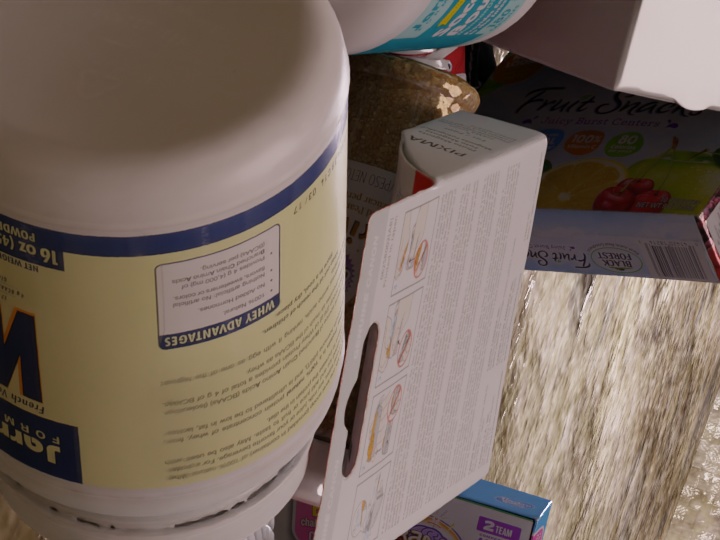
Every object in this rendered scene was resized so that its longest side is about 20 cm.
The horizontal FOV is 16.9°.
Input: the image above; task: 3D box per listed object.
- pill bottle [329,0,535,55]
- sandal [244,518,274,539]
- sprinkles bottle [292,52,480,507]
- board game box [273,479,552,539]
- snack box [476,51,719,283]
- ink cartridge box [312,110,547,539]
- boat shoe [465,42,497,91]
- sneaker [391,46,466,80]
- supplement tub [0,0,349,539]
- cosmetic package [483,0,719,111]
[{"bbox_3d":[0.004,-0.147,1.033,0.200,0.111,0.111,-16,122,-64],"label":"pill bottle"},{"bbox_3d":[-0.082,0.165,1.197,0.082,0.050,0.203,78,17,-45],"label":"sandal"},{"bbox_3d":[-0.006,0.004,1.088,0.068,0.068,0.200,36,70,-75],"label":"sprinkles bottle"},{"bbox_3d":[0.012,0.206,1.389,0.040,0.153,0.200,-31,136,-71],"label":"board game box"},{"bbox_3d":[0.137,-0.062,1.321,0.142,0.200,0.053,-52,130,-34],"label":"snack box"},{"bbox_3d":[0.013,0.028,0.992,0.200,0.057,0.163,-20,123,-61],"label":"ink cartridge box"},{"bbox_3d":[0.063,-0.084,1.440,0.074,0.060,0.200,-26,131,-71],"label":"boat shoe"},{"bbox_3d":[0.028,-0.088,1.203,0.113,0.071,0.200,81,0,-55],"label":"sneaker"},{"bbox_3d":[-0.077,-0.007,0.844,0.200,0.145,0.145,91,21,-45],"label":"supplement tub"},{"bbox_3d":[0.123,-0.147,1.285,0.108,0.200,0.085,7,101,-36],"label":"cosmetic package"}]
